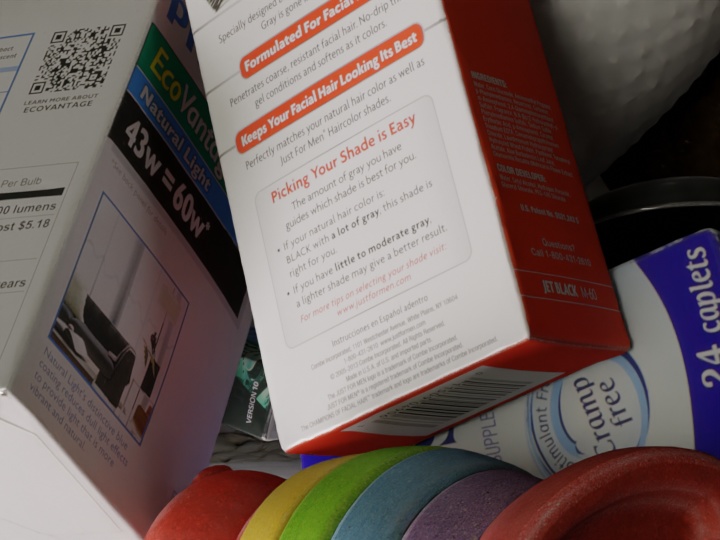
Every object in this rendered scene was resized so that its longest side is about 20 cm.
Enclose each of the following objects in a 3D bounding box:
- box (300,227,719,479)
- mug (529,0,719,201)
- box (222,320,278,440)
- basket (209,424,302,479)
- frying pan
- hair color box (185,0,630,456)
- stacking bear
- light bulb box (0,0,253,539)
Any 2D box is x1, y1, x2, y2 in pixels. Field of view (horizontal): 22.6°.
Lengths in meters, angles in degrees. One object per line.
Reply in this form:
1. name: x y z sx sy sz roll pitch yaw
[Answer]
1. box: 0.090 0.112 0.635 0.199 0.104 0.185 -27 62 37
2. mug: 0.091 -0.097 0.726 0.175 0.148 0.200 -40 95 26
3. box: -0.070 0.029 0.826 0.199 0.144 0.037 16 99 35
4. basket: -0.093 0.128 0.813 0.123 0.199 0.137 31 106 39
5. frying pan: 0.120 0.011 0.737 0.114 0.190 0.031 0 65 -3
6. hair color box: 0.009 -0.048 0.627 0.110 0.064 0.202 -27 68 35
7. stacking bear: 0.005 0.107 0.574 0.199 0.113 0.123 0 80 48
8. light bulb box: -0.154 0.005 0.704 0.197 0.125 0.201 -5 49 25
